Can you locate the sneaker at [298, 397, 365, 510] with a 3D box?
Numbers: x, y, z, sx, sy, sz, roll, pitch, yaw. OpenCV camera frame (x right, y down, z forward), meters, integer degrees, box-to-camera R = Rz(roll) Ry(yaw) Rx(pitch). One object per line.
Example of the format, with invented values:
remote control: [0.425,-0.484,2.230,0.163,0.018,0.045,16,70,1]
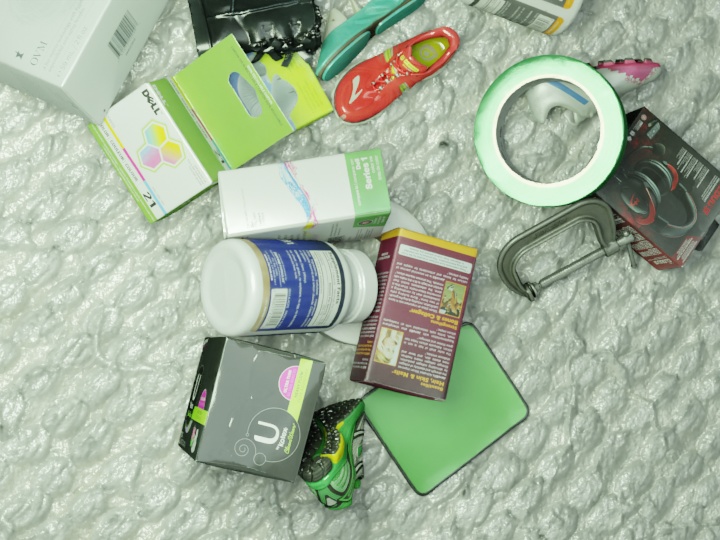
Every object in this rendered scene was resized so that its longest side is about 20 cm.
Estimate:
sneaker: [-0.031,0.226,1.438,0.078,0.200,0.085,-18,109,19]

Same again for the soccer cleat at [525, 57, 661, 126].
soccer cleat: [0.324,-0.249,1.615,0.200,0.070,0.086,-8,99,-10]

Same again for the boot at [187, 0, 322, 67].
boot: [-0.140,-0.351,1.471,0.162,0.073,0.199,-11,76,-6]

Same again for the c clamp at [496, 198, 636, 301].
c clamp: [0.283,-0.017,1.569,0.200,0.027,0.171,-24,135,-3]

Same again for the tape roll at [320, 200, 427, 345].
tape roll: [0.000,0.000,1.525,0.202,0.037,0.203,1,87,-14]

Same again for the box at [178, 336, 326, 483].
box: [-0.136,0.164,1.395,0.124,0.200,0.149,15,83,-13]

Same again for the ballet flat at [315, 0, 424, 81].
ballet flat: [-0.002,-0.331,1.537,0.200,0.067,0.070,-42,82,-16]

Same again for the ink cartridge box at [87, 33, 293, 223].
ink cartridge box: [-0.208,-0.174,1.413,0.200,0.076,0.148,-31,95,22]

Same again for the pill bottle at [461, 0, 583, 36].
pill bottle: [0.198,-0.401,1.560,0.200,0.116,0.117,18,82,-13]

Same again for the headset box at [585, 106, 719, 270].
headset box: [0.415,-0.106,1.618,0.200,0.075,0.149,39,79,-9]

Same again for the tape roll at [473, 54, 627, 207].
tape roll: [0.253,-0.185,1.544,0.200,0.048,0.201,1,94,19]

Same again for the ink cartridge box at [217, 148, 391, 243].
ink cartridge box: [-0.072,-0.080,1.421,0.200,0.145,0.084,-9,81,-6]

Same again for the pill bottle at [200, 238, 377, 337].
pill bottle: [-0.082,0.020,1.395,0.200,0.116,0.116,0,86,-41]

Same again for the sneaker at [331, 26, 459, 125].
sneaker: [0.046,-0.267,1.529,0.200,0.085,0.077,-37,95,-14]

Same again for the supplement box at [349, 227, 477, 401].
supplement box: [0.067,0.057,1.475,0.110,0.086,0.200,15,83,-13]

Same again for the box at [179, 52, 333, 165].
box: [-0.151,-0.212,1.495,0.200,0.048,0.122,-31,94,-15]

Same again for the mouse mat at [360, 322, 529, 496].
mouse mat: [0.114,0.186,1.558,0.200,0.008,0.161,-35,95,-15]

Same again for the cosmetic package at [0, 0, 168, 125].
cosmetic package: [-0.367,-0.314,1.374,0.200,0.123,0.200,23,80,15]
